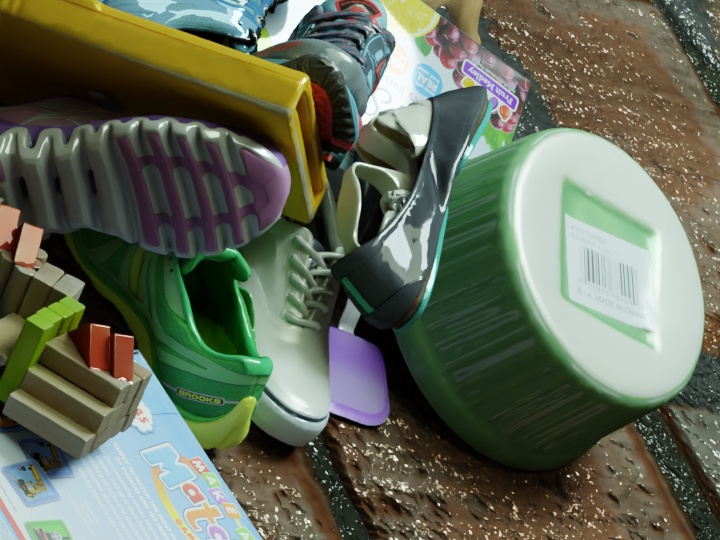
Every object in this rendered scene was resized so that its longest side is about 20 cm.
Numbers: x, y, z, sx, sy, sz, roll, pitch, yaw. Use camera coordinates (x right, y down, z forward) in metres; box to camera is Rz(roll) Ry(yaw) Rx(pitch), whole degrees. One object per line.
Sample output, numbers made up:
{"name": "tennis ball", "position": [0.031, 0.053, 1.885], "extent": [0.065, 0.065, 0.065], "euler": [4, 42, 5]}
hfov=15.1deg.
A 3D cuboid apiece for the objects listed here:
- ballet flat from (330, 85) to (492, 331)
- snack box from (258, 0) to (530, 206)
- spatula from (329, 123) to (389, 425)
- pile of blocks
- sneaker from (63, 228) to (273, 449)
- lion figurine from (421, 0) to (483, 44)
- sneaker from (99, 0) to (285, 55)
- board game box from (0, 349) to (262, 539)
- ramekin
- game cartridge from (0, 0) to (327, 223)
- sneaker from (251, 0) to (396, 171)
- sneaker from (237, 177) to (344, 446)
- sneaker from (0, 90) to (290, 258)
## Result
{"name": "ballet flat", "position": [0.025, -0.052, 1.568], "extent": [0.073, 0.073, 0.200], "euler": [33, 45, -14]}
{"name": "snack box", "position": [0.003, -0.109, 1.708], "extent": [0.200, 0.053, 0.143], "euler": [33, 60, -24]}
{"name": "spatula", "position": [0.000, 0.000, 1.618], "extent": [0.056, 0.021, 0.201], "euler": [22, 60, -29]}
{"name": "pile of blocks", "position": [-0.178, 0.010, 1.357], "extent": [0.082, 0.062, 0.200], "euler": [-1, 34, -48]}
{"name": "sneaker", "position": [-0.098, 0.003, 1.489], "extent": [0.074, 0.084, 0.200], "euler": [4, 46, -46]}
{"name": "lion figurine", "position": [0.035, -0.188, 1.836], "extent": [0.072, 0.123, 0.200], "euler": [31, 23, 21]}
{"name": "sneaker", "position": [-0.077, -0.151, 1.592], "extent": [0.199, 0.078, 0.090], "euler": [-21, 72, -28]}
{"name": "board game box", "position": [-0.148, 0.112, 1.338], "extent": [0.200, 0.037, 0.152], "euler": [-5, 52, -50]}
{"name": "ramekin", "position": [0.118, 0.012, 1.646], "extent": [0.200, 0.097, 0.201], "euler": [23, 55, -37]}
{"name": "game cartridge", "position": [-0.118, -0.098, 1.485], "extent": [0.199, 0.033, 0.176], "euler": [22, -15, 9]}
{"name": "sneaker", "position": [-0.023, -0.121, 1.539], "extent": [0.079, 0.096, 0.200], "euler": [26, -4, -2]}
{"name": "sneaker", "position": [-0.042, 0.011, 1.553], "extent": [0.073, 0.071, 0.201], "euler": [23, 35, -28]}
{"name": "sneaker", "position": [-0.133, -0.059, 1.452], "extent": [0.199, 0.081, 0.089], "euler": [0, 29, 10]}
